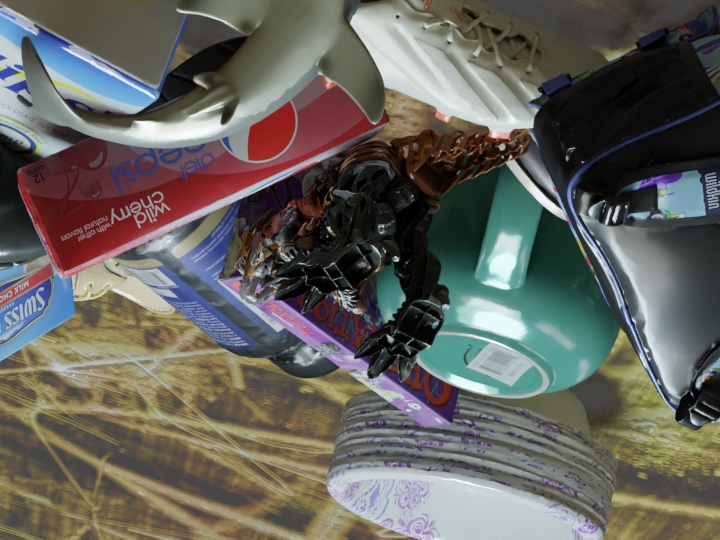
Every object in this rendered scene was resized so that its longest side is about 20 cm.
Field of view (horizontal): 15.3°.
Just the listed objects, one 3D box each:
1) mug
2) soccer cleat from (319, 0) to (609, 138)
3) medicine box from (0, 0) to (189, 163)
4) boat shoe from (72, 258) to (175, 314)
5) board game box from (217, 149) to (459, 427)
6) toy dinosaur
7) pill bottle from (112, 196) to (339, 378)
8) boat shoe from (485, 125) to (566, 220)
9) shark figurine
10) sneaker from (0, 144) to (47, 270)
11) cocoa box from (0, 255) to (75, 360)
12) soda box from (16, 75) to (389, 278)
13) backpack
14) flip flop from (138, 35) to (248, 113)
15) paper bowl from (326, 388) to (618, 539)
[{"bbox_3d":[0.078,0.000,1.601,0.151,0.115,0.185,1,152,35],"label":"mug"},{"bbox_3d":[0.042,-0.124,1.416,0.199,0.069,0.078,12,132,-1],"label":"soccer cleat"},{"bbox_3d":[-0.212,-0.151,1.486,0.182,0.103,0.200,27,156,-22],"label":"medicine box"},{"bbox_3d":[-0.200,-0.013,1.830,0.200,0.069,0.074,35,152,-34],"label":"boat shoe"},{"bbox_3d":[0.000,0.000,1.653,0.032,0.121,0.200,-5,149,43],"label":"board game box"},{"bbox_3d":[0.004,-0.029,1.483,0.102,0.136,0.200,22,134,-17],"label":"toy dinosaur"},{"bbox_3d":[-0.076,-0.014,1.685,0.111,0.112,0.200,-1,151,37],"label":"pill bottle"},{"bbox_3d":[0.154,-0.050,1.488,0.200,0.073,0.063,41,135,-14],"label":"boat shoe"},{"bbox_3d":[-0.066,-0.101,1.373,0.129,0.214,0.089,60,-173,3],"label":"shark figurine"},{"bbox_3d":[-0.245,-0.063,1.492,0.199,0.076,0.091,23,148,-23],"label":"sneaker"},{"bbox_3d":[-0.300,-0.023,1.706,0.199,0.133,0.132,14,120,33],"label":"cocoa box"},{"bbox_3d":[-0.088,-0.065,1.479,0.199,0.064,0.070,-25,180,-8],"label":"soda box"},{"bbox_3d":[0.205,-0.048,1.357,0.199,0.135,0.183,-27,121,3],"label":"backpack"},{"bbox_3d":[-0.098,-0.073,1.563,0.199,0.081,0.058,-29,174,16],"label":"flip flop"},{"bbox_3d":[0.082,0.127,1.885,0.200,0.105,0.201,13,162,4],"label":"paper bowl"}]
